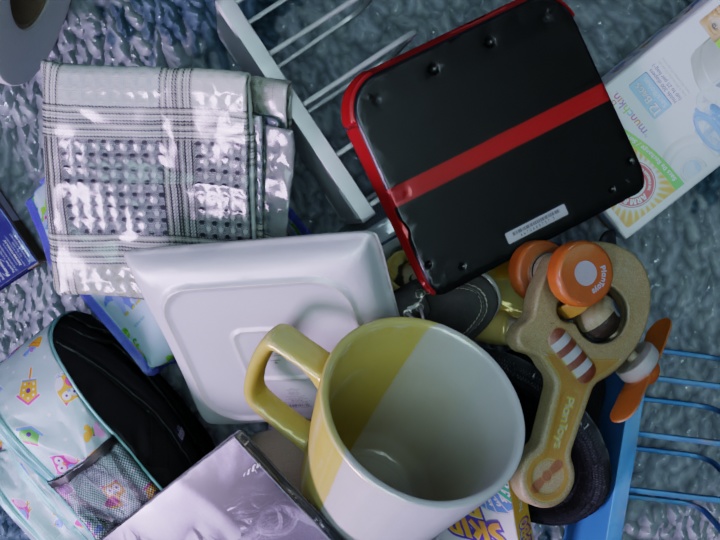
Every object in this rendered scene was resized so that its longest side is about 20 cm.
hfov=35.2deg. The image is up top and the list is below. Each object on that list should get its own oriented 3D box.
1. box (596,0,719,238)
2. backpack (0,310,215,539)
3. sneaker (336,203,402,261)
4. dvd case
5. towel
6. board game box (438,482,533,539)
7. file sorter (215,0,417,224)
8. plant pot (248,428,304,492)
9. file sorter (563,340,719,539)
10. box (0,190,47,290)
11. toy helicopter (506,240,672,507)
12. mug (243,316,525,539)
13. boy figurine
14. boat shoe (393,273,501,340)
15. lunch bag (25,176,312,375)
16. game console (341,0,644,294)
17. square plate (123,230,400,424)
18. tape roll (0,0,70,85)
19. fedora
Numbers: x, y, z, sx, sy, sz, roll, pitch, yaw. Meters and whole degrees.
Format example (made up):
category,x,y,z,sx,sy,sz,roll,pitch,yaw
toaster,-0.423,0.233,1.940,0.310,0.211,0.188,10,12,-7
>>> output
category,x,y,z,sx,sy,sz,roll,pitch,yaw
box,0.255,-0.132,0.941,0.200,0.101,0.113,-39,94,7
backpack,-0.230,0.140,0.964,0.153,0.176,0.200,-31,100,7
sneaker,0.000,0.000,0.995,0.200,0.073,0.071,-36,104,16
dvd case,-0.105,0.223,0.854,0.200,0.016,0.149,-39,97,30
towel,-0.148,-0.061,0.870,0.199,0.035,0.193,5,108,7
board game box,0.098,0.187,0.967,0.095,0.030,0.201,18,137,39
file sorter,-0.012,-0.155,0.929,0.124,0.139,0.200,-35,95,-5
plant pot,-0.041,0.202,0.970,0.199,0.200,0.135,-9,77,4
file sorter,0.257,0.170,0.967,0.122,0.139,0.201,6,98,-2
box,-0.400,-0.005,1.026,0.200,0.032,0.121,-33,95,5
toy helicopter,0.163,0.078,0.838,0.132,0.079,0.201,19,85,-19
mug,0.015,0.123,0.843,0.149,0.153,0.187,-15,60,-29
boy figurine,0.113,0.005,0.941,0.199,0.065,0.125,0,56,14
boat shoe,0.019,0.054,0.912,0.199,0.057,0.067,-19,102,32
lunch bag,-0.170,-0.042,0.969,0.170,0.127,0.200,-42,82,12
game console,0.101,-0.101,0.869,0.199,0.031,0.177,-27,98,-8
square plate,-0.063,0.057,0.884,0.199,0.029,0.199,-4,131,15
tape roll,-0.320,-0.261,0.903,0.139,0.203,0.204,15,98,1
fedora,0.142,0.120,0.960,0.092,0.200,0.201,-41,95,-35
